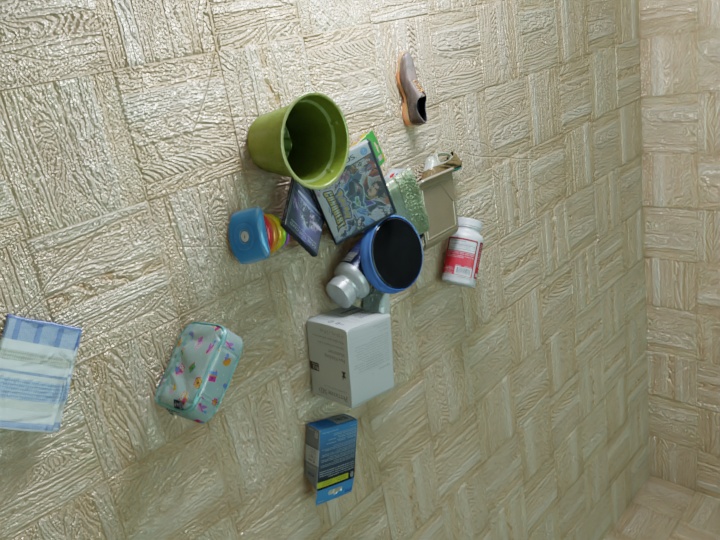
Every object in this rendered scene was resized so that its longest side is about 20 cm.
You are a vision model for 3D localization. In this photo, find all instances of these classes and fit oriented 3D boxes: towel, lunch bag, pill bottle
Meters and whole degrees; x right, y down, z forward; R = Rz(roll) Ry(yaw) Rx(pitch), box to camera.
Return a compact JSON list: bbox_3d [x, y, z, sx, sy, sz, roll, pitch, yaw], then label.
[{"bbox_3d":[-0.602,0.193,1.192,0.144,0.023,0.207,18,82,-43],"label":"towel"},{"bbox_3d":[-0.346,0.212,1.365,0.077,0.157,0.205,43,61,-45],"label":"lunch bag"},{"bbox_3d":[0.324,-0.056,2.032,0.110,0.110,0.207,14,87,-45],"label":"pill bottle"},{"bbox_3d":[0.109,-0.161,1.744,0.146,0.037,0.204,-31,125,-11],"label":"towel"},{"bbox_3d":[0.000,0.000,1.711,0.201,0.109,0.113,-48,127,-29],"label":"pill bottle"}]

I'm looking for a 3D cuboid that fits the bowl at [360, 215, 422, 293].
[{"bbox_3d":[0.086,-0.044,1.686,0.196,0.039,0.208,3,85,-37],"label":"bowl"}]

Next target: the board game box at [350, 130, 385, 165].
[{"bbox_3d":[-0.013,-0.275,1.713,0.200,0.030,0.097,-46,124,-27],"label":"board game box"}]

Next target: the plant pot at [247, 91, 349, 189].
[{"bbox_3d":[-0.154,-0.288,1.457,0.197,0.181,0.208,-9,102,-44],"label":"plant pot"}]

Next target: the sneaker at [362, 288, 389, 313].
[{"bbox_3d":[0.052,0.083,1.817,0.080,0.075,0.207,5,97,-56],"label":"sneaker"}]

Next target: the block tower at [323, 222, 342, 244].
[{"bbox_3d":[-0.020,-0.159,1.707,0.201,0.057,0.055,-52,128,-29],"label":"block tower"}]

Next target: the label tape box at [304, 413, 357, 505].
[{"bbox_3d":[-0.081,0.504,1.745,0.141,0.065,0.207,-3,101,-44],"label":"label tape box"}]

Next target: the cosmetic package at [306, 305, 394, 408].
[{"bbox_3d":[-0.025,0.218,1.683,0.162,0.162,0.207,-15,106,-42],"label":"cosmetic package"}]

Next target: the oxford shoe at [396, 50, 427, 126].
[{"bbox_3d":[0.152,-0.509,1.811,0.070,0.072,0.206,-29,116,-37],"label":"oxford shoe"}]

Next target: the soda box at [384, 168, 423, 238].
[{"bbox_3d":[0.130,-0.186,1.847,0.069,0.062,0.203,-48,127,-31],"label":"soda box"}]

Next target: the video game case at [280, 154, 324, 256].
[{"bbox_3d":[-0.129,-0.158,1.564,0.143,0.018,0.206,45,47,-49],"label":"video game case"}]

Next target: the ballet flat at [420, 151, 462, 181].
[{"bbox_3d":[0.233,-0.312,1.940,0.198,0.067,0.074,-30,97,-39],"label":"ballet flat"}]

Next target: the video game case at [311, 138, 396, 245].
[{"bbox_3d":[-0.021,-0.190,1.594,0.177,0.026,0.204,-27,117,-6],"label":"video game case"}]

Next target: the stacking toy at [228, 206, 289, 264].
[{"bbox_3d":[-0.203,-0.088,1.512,0.198,0.107,0.120,-14,93,-55],"label":"stacking toy"}]

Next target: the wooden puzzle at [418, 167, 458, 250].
[{"bbox_3d":[0.222,-0.180,1.884,0.183,0.036,0.207,-27,118,-46],"label":"wooden puzzle"}]
